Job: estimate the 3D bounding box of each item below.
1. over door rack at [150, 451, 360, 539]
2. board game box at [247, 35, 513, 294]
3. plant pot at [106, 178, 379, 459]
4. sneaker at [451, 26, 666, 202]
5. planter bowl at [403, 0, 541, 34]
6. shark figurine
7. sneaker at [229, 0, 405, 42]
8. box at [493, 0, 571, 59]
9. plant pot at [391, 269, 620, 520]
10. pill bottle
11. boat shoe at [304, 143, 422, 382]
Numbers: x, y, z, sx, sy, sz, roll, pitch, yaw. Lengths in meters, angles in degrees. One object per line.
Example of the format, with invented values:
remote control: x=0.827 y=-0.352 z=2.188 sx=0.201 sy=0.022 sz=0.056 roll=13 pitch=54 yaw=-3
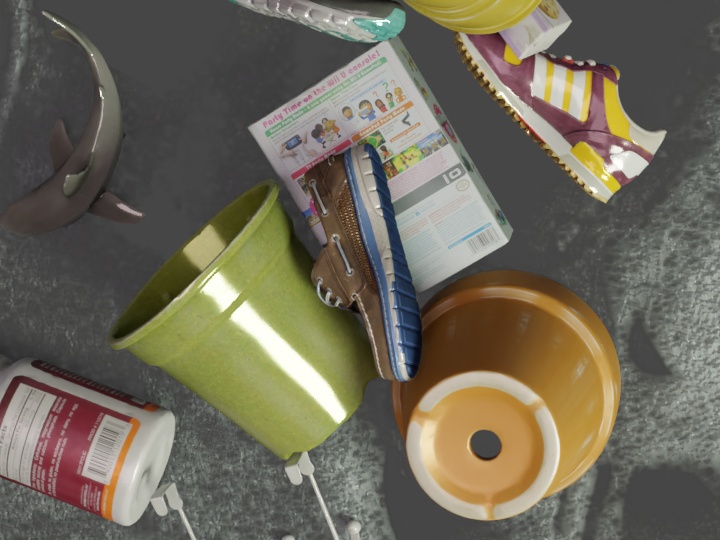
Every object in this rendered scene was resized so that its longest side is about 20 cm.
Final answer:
over door rack: x=-0.080 y=0.248 z=1.441 sx=0.147 sy=0.067 sz=0.201 roll=-16 pitch=120 yaw=16
board game box: x=0.019 y=-0.080 z=1.351 sx=0.147 sy=0.064 sz=0.201 roll=-29 pitch=97 yaw=16
plant pot: x=-0.085 y=0.056 z=1.353 sx=0.200 sy=0.201 sz=0.184 roll=-39 pitch=104 yaw=18
sneaker: x=0.164 y=-0.154 z=1.303 sx=0.090 sy=0.075 sz=0.200 roll=-43 pitch=94 yaw=4
planter bowl: x=0.054 y=-0.273 z=1.206 sx=0.200 sy=0.083 sz=0.202 roll=20 pitch=122 yaw=37
shark figurine: x=-0.248 y=-0.112 z=1.384 sx=0.127 sy=0.090 sz=0.216 roll=19 pitch=108 yaw=7
sneaker: x=-0.044 y=-0.250 z=1.299 sx=0.199 sy=0.077 sz=0.092 roll=23 pitch=96 yaw=28
box: x=0.092 y=-0.262 z=1.265 sx=0.200 sy=0.041 sz=0.039 roll=56 pitch=138 yaw=11
plant pot: x=0.113 y=0.118 z=1.313 sx=0.199 sy=0.183 sz=0.201 roll=3 pitch=104 yaw=12
pill bottle: x=-0.282 y=0.149 z=1.446 sx=0.199 sy=0.114 sz=0.115 roll=20 pitch=107 yaw=7
boat shoe: x=0.000 y=0.000 z=1.286 sx=0.072 sy=0.072 sz=0.201 roll=-16 pitch=72 yaw=15
